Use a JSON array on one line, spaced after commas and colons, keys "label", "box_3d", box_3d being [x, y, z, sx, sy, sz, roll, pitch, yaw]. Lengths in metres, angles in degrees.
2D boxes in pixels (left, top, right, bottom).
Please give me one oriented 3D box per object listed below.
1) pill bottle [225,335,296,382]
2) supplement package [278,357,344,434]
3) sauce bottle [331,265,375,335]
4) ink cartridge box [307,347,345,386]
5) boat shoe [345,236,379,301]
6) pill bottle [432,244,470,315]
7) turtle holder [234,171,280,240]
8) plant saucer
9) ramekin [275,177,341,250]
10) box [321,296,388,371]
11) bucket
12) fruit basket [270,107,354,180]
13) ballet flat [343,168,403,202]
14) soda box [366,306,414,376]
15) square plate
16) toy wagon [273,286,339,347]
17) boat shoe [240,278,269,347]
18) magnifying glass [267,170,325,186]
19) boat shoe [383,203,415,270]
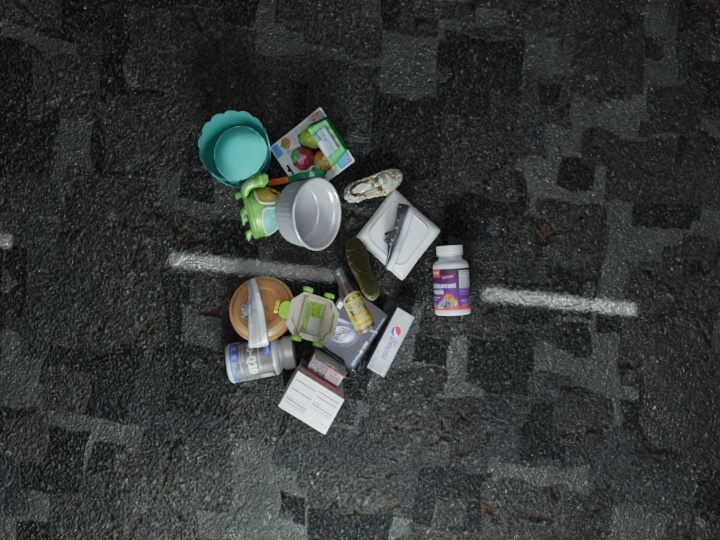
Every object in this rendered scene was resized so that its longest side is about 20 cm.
[{"label": "pill bottle", "box_3d": [-0.291, 0.257, 1.569, 0.194, 0.114, 0.118, -11, 91, -3]}, {"label": "supplement package", "box_3d": [-0.139, 0.356, 1.535, 0.153, 0.200, 0.113, 31, 88, -3]}, {"label": "sauce bottle", "box_3d": [-0.025, 0.087, 1.563, 0.065, 0.066, 0.204, -28, 92, -3]}, {"label": "ink cartridge box", "box_3d": [-0.098, 0.282, 1.536, 0.107, 0.200, 0.051, 32, 89, -3]}, {"label": "boat shoe", "box_3d": [0.001, 0.000, 1.607, 0.070, 0.066, 0.205, -18, 73, -14]}, {"label": "pill bottle", "box_3d": [0.273, 0.028, 1.600, 0.108, 0.111, 0.207, -3, 90, -3]}, {"label": "turtle holder", "box_3d": [-0.291, -0.192, 1.545, 0.128, 0.141, 0.191, -16, 108, -11]}, {"label": "plant saucer", "box_3d": [-0.290, 0.109, 1.566, 0.193, 0.033, 0.206, 1, 65, -2]}, {"label": "ramekin", "box_3d": [-0.153, -0.165, 1.536, 0.096, 0.198, 0.207, 8, 90, 39]}, {"label": "box", "box_3d": [-0.032, 0.173, 1.618, 0.159, 0.044, 0.202, 35, 88, -3]}, {"label": "bucket", "box_3d": [-0.358, -0.348, 1.549, 0.200, 0.135, 0.214, 0, 90, -2]}, {"label": "fruit basket", "box_3d": [-0.145, -0.346, 1.582, 0.197, 0.094, 0.188, -33, 101, 7]}, {"label": "ballet flat", "box_3d": [0.042, -0.256, 1.608, 0.195, 0.064, 0.077, -24, 88, -3]}, {"label": "soda box", "box_3d": [0.089, 0.213, 1.613, 0.062, 0.068, 0.204, 28, 89, -2]}, {"label": "square plate", "box_3d": [0.116, -0.111, 1.632, 0.199, 0.028, 0.200, 40, 88, -2]}, {"label": "toy wagon", "box_3d": [-0.160, 0.129, 1.543, 0.195, 0.039, 0.160, 18, 76, -16]}, {"label": "boat shoe", "box_3d": [-0.306, 0.121, 1.509, 0.066, 0.072, 0.206, -11, 73, -7]}, {"label": "magnifying glass", "box_3d": [-0.192, -0.270, 1.564, 0.195, 0.079, 0.023, -2, 94, 29]}, {"label": "boat shoe", "box_3d": [0.102, -0.104, 1.585, 0.065, 0.070, 0.205, 20, 89, 5]}]
